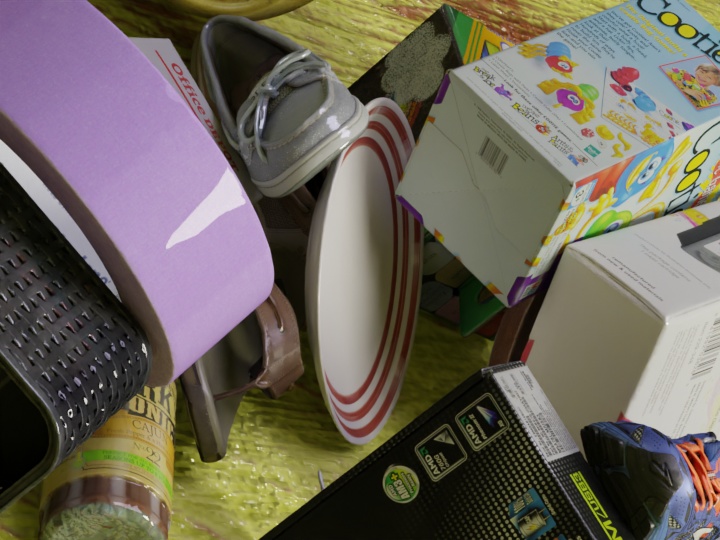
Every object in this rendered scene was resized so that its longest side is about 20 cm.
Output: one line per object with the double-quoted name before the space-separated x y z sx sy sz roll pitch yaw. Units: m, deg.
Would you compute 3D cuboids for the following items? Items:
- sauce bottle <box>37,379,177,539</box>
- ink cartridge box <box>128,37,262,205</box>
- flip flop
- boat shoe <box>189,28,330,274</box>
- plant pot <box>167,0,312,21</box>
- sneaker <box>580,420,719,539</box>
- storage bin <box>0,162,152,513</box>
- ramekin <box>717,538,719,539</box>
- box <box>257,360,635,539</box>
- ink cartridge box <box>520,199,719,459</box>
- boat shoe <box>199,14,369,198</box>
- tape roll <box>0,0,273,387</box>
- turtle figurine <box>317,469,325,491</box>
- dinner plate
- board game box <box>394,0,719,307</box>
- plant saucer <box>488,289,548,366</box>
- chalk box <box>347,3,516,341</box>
"sauce bottle" -0.123 0.063 1.124 0.065 0.065 0.200 33 33 -30
"ink cartridge box" -0.134 -0.066 1.254 0.200 0.068 0.115 -8 63 -58
"flip flop" -0.054 0.037 1.236 0.200 0.057 0.081 -51 133 -65
"boat shoe" -0.048 -0.081 1.397 0.071 0.064 0.200 16 44 -46
"plant pot" -0.074 -0.229 1.380 0.200 0.200 0.142 39 27 -20
"sneaker" 0.160 0.108 1.161 0.200 0.078 0.076 51 20 -79
"storage bin" -0.206 0.017 0.981 0.200 0.135 0.094 50 29 -2
"ramekin" 0.208 0.235 1.266 0.105 0.201 0.200 4 42 -6
"box" 0.054 0.177 1.111 0.200 0.193 0.047 59 27 13
"ink cartridge box" 0.187 0.045 1.355 0.086 0.148 0.200 37 34 30
"boat shoe" -0.050 -0.097 1.269 0.065 0.074 0.202 48 4 -22
"tape roll" -0.131 -0.043 1.040 0.066 0.200 0.200 -42 93 -18
"turtle figurine" 0.068 0.169 1.218 0.200 0.149 0.101 60 9 0
"dinner plate" 0.000 0.000 1.312 0.200 0.024 0.201 4 90 -71
"board game box" 0.135 -0.076 1.340 0.200 0.103 0.105 -24 60 -40
"plant saucer" 0.140 0.059 1.425 0.034 0.201 0.200 18 4 40
"chalk box" 0.075 -0.046 1.473 0.124 0.125 0.200 24 39 -39
